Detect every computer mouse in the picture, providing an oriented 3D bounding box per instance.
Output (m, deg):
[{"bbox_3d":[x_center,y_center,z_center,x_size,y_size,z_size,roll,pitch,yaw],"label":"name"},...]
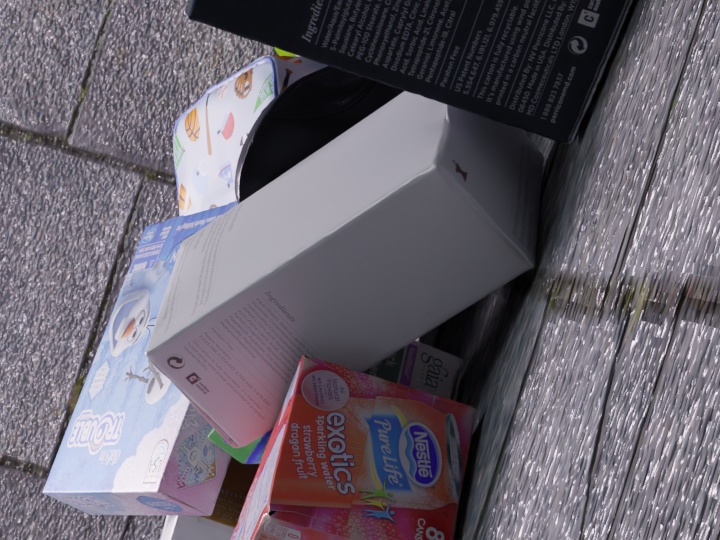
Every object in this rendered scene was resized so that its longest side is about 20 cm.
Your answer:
[{"bbox_3d":[0.005,-0.086,1.252,0.200,0.053,0.139,-42,-34,-41],"label":"computer mouse"}]

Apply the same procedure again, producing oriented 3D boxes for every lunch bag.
[{"bbox_3d":[-0.066,-0.054,1.546,0.200,0.075,0.161,-31,65,60],"label":"lunch bag"}]

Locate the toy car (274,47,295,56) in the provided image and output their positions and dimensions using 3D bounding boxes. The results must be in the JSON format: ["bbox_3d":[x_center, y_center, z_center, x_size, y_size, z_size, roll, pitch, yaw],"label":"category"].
[{"bbox_3d":[0.039,-0.208,1.628,0.200,0.158,0.164,-36,-9,-6],"label":"toy car"}]

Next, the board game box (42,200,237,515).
[{"bbox_3d":[-0.118,0.057,1.411,0.200,0.043,0.200,-12,56,61],"label":"board game box"}]

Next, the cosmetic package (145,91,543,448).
[{"bbox_3d":[-0.007,-0.009,1.141,0.200,0.081,0.113,-30,25,27],"label":"cosmetic package"}]

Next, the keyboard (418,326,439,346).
[{"bbox_3d":[0.041,0.039,1.395,0.056,0.011,0.201,180,108,-86],"label":"keyboard"}]

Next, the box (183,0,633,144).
[{"bbox_3d":[0.031,-0.167,1.093,0.149,0.199,0.107,-81,9,-60],"label":"box"}]

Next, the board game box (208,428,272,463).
[{"bbox_3d":[-0.006,0.025,1.300,0.200,0.029,0.135,-55,-11,3],"label":"board game box"}]

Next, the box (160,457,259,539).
[{"bbox_3d":[-0.065,0.172,1.468,0.200,0.124,0.098,-85,14,-69],"label":"box"}]

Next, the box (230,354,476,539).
[{"bbox_3d":[-0.017,0.150,1.135,0.200,0.094,0.103,112,174,-48],"label":"box"}]

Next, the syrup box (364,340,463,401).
[{"bbox_3d":[-0.011,0.125,1.247,0.200,0.081,0.079,110,176,-46],"label":"syrup box"}]
